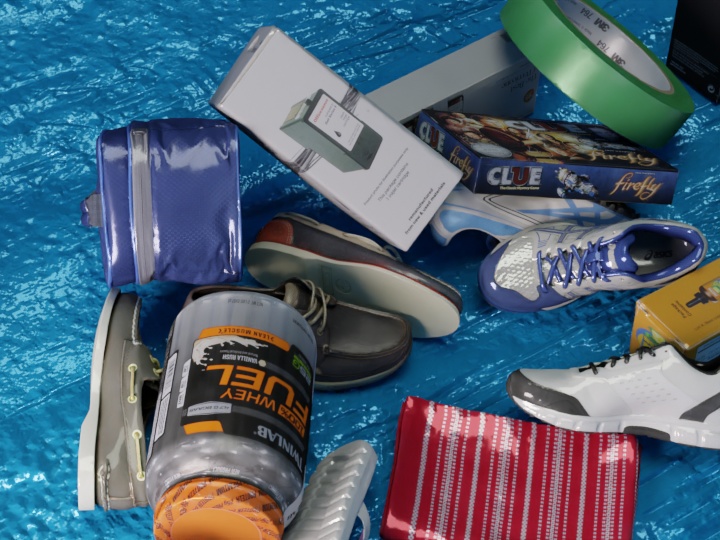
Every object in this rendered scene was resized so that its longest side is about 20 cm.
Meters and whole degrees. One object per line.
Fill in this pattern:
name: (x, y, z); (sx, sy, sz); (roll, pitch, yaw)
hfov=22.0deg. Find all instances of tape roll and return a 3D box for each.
tape roll: (0.221, -0.197, 1.732); (0.200, 0.048, 0.201); (34, 22, -16)

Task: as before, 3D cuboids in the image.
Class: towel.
towel: (0.120, 0.171, 1.467); (0.198, 0.023, 0.145); (10, 47, 5)

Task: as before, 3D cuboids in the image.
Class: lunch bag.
lunch bag: (-0.170, -0.058, 1.557); (0.131, 0.137, 0.200); (-2, 4, -7)

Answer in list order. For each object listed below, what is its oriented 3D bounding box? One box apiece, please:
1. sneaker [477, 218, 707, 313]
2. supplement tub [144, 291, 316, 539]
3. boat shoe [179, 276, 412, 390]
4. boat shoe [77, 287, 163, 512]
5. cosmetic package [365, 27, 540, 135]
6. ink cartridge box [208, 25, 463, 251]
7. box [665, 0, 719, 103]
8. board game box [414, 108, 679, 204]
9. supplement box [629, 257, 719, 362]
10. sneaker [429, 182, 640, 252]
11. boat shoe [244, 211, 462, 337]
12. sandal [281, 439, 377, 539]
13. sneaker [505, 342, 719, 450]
sneaker: (0.199, -0.013, 1.584); (0.198, 0.088, 0.076); (-12, 85, -5)
supplement tub: (-0.099, 0.124, 1.427); (0.121, 0.123, 0.201); (4, 46, 0)
boat shoe: (-0.054, 0.049, 1.535); (0.198, 0.074, 0.075); (0, 46, -3)
boat shoe: (-0.187, 0.102, 1.480); (0.060, 0.072, 0.203); (4, 52, -3)
cosmetic package: (0.080, -0.151, 1.734); (0.199, 0.083, 0.051); (-29, 56, -27)
ink cartridge box: (-0.026, -0.113, 1.570); (0.200, 0.146, 0.084); (37, 89, -10)
box: (0.405, -0.275, 1.833); (0.199, 0.142, 0.079); (-29, 54, -28)
board game box: (0.164, -0.101, 1.655); (0.199, 0.035, 0.135); (2, 21, -24)
supplement box: (0.325, 0.028, 1.589); (0.199, 0.069, 0.067); (-24, 51, -26)
sneaker: (0.153, -0.047, 1.660); (0.198, 0.073, 0.072); (4, 16, -16)
boat shoe: (0.000, 0.000, 1.594); (0.199, 0.072, 0.063); (17, 44, 18)
sandal: (-0.024, 0.209, 1.398); (0.050, 0.082, 0.203); (47, 44, -19)
sneaker: (0.217, 0.091, 1.499); (0.198, 0.081, 0.074); (6, 14, -3)
